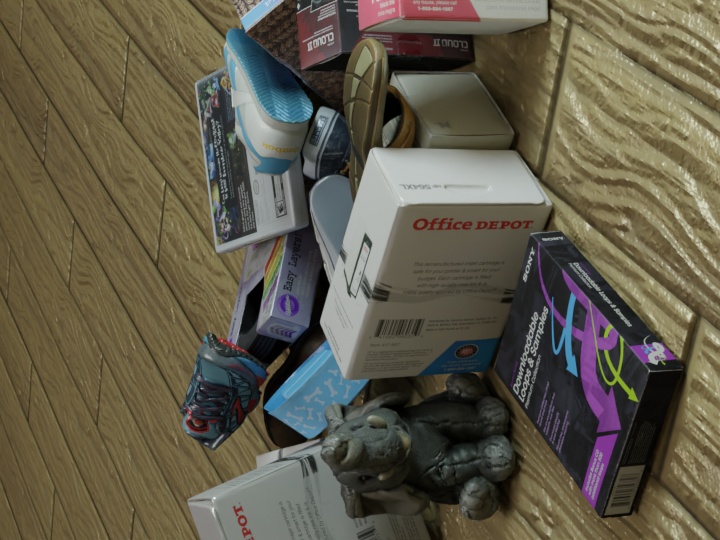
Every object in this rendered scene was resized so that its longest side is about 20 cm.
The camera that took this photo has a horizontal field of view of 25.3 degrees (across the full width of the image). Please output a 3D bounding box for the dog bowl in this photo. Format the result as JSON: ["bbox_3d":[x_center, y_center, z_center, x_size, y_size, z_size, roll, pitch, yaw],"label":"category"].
[{"bbox_3d":[-0.040,0.119,1.623,0.050,0.111,0.200,45,174,-2],"label":"dog bowl"}]

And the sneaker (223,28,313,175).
[{"bbox_3d":[-0.102,-0.176,1.610,0.200,0.076,0.081,-106,29,-50],"label":"sneaker"}]

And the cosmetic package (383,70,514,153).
[{"bbox_3d":[0.060,-0.073,1.469,0.104,0.087,0.200,-115,31,-42],"label":"cosmetic package"}]

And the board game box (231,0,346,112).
[{"bbox_3d":[-0.059,-0.286,1.601,0.097,0.159,0.200,-37,49,15],"label":"board game box"}]

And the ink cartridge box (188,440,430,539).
[{"bbox_3d":[-0.048,0.251,1.556,0.084,0.200,0.146,-16,94,65],"label":"ink cartridge box"}]

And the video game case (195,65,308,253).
[{"bbox_3d":[-0.121,-0.131,1.754,0.182,0.023,0.201,-15,81,56],"label":"video game case"}]

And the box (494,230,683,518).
[{"bbox_3d":[0.176,0.079,1.286,0.200,0.036,0.143,-123,38,-51],"label":"box"}]

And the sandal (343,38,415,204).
[{"bbox_3d":[0.020,-0.116,1.390,0.080,0.054,0.200,-114,16,-49],"label":"sandal"}]

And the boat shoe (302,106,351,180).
[{"bbox_3d":[-0.007,-0.115,1.645,0.200,0.091,0.071,15,-81,-88],"label":"boat shoe"}]

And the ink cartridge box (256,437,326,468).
[{"bbox_3d":[-0.037,0.258,1.730,0.200,0.083,0.147,153,111,-64],"label":"ink cartridge box"}]

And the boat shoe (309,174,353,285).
[{"bbox_3d":[-0.005,0.001,1.619,0.202,0.074,0.086,65,172,-5],"label":"boat shoe"}]

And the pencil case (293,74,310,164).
[{"bbox_3d":[-0.091,-0.192,1.803,0.078,0.089,0.201,48,134,50],"label":"pencil case"}]

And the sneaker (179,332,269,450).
[{"bbox_3d":[-0.154,0.143,1.762,0.096,0.079,0.200,-58,-13,-23],"label":"sneaker"}]

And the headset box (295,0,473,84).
[{"bbox_3d":[0.018,-0.263,1.459,0.075,0.148,0.201,-12,82,57],"label":"headset box"}]

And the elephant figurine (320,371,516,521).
[{"bbox_3d":[0.025,0.159,1.434,0.142,0.199,0.156,-120,35,-45],"label":"elephant figurine"}]

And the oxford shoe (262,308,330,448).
[{"bbox_3d":[-0.059,0.142,1.783,0.200,0.072,0.085,109,146,-41],"label":"oxford shoe"}]

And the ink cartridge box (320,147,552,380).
[{"bbox_3d":[0.062,-0.006,1.400,0.084,0.146,0.200,-116,34,-45],"label":"ink cartridge box"}]

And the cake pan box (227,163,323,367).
[{"bbox_3d":[-0.092,0.007,1.796,0.184,0.052,0.201,134,150,-62],"label":"cake pan box"}]

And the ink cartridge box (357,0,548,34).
[{"bbox_3d":[0.073,-0.303,1.340,0.083,0.146,0.201,179,88,-65],"label":"ink cartridge box"}]
